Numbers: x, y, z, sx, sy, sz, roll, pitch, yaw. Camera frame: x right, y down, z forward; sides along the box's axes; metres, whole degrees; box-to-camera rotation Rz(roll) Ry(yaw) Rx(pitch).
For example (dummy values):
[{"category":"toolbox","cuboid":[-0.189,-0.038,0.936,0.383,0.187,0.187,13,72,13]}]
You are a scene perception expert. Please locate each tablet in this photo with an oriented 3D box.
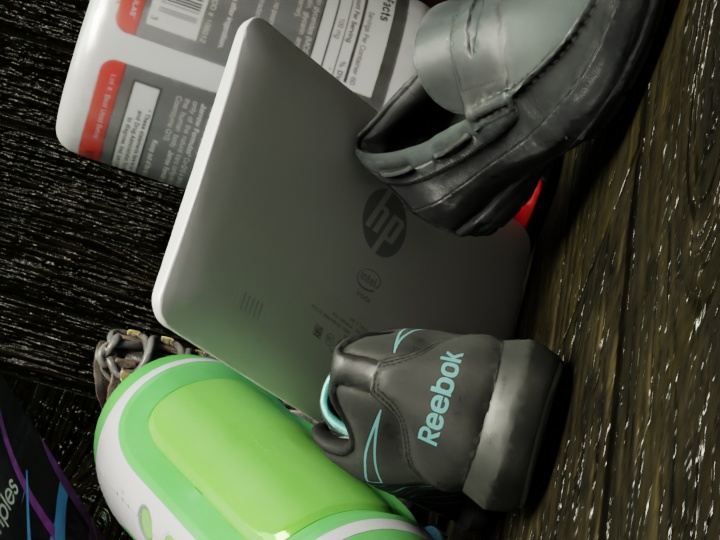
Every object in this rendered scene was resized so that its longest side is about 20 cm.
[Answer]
[{"category":"tablet","cuboid":[0.000,0.000,0.897,0.200,0.014,0.131,36,-117,-43]}]

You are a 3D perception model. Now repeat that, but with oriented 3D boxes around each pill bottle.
[{"category":"pill bottle","cuboid":[-0.029,-0.080,1.002,0.116,0.198,0.117,-162,90,-84]}]

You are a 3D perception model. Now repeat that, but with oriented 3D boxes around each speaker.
[{"category":"speaker","cuboid":[-0.037,0.102,0.869,0.200,0.088,0.089,36,114,56]}]

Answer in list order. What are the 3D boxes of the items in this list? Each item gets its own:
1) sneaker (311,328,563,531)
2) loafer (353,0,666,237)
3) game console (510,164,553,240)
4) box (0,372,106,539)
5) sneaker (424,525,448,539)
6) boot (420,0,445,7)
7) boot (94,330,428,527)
[{"category":"sneaker","cuboid":[0.025,0.050,0.818,0.200,0.079,0.076,104,-179,-79]},{"category":"loafer","cuboid":[0.053,-0.074,0.810,0.201,0.070,0.069,131,159,-59]},{"category":"game console","cuboid":[0.080,-0.069,1.086,0.177,0.031,0.201,115,170,-54]},{"category":"box","cuboid":[-0.140,0.143,0.891,0.201,0.036,0.143,61,-158,-27]},{"category":"sneaker","cuboid":[-0.024,0.186,0.908,0.080,0.095,0.201,106,179,-45]},{"category":"boot","cuboid":[0.039,-0.096,1.207,0.200,0.069,0.176,-39,-46,-80]},{"category":"boot","cuboid":[-0.041,0.062,1.038,0.201,0.173,0.070,106,180,-45]}]
